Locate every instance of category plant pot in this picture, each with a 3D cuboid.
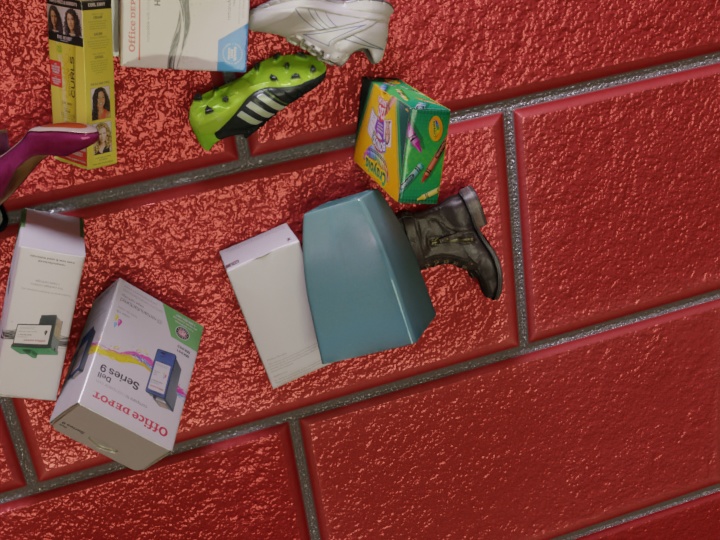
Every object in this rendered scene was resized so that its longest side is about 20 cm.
[{"bbox_3d":[0.000,0.000,1.327,0.139,0.141,0.204,-14,98,20],"label":"plant pot"}]

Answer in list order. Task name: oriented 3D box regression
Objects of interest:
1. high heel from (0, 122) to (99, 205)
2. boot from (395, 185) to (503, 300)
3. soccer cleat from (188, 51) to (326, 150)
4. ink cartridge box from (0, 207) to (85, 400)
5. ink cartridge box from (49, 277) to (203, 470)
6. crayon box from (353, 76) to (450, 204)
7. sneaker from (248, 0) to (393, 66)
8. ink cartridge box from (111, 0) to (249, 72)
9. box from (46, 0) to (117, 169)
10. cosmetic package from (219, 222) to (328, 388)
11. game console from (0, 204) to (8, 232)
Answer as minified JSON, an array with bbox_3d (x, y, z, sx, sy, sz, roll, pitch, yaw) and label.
[{"bbox_3d":[-0.389,-0.126,1.164,0.067,0.196,0.098,-26,113,-56],"label":"high heel"},{"bbox_3d":[0.111,-0.020,1.422,0.171,0.069,0.203,-22,112,-2],"label":"boot"},{"bbox_3d":[-0.134,-0.224,1.262,0.197,0.068,0.082,-27,149,-16],"label":"soccer cleat"},{"bbox_3d":[-0.412,0.043,1.228,0.083,0.146,0.204,10,109,-21],"label":"ink cartridge box"},{"bbox_3d":[-0.303,0.137,1.264,0.144,0.203,0.087,34,135,-26],"label":"ink cartridge box"},{"bbox_3d":[0.050,-0.175,1.257,0.057,0.200,0.121,0,111,-18],"label":"crayon box"},{"bbox_3d":[-0.050,-0.309,1.235,0.196,0.074,0.089,-1,100,-16],"label":"sneaker"},{"bbox_3d":[-0.239,-0.312,1.184,0.196,0.068,0.118,-1,111,-17],"label":"ink cartridge box"},{"bbox_3d":[-0.341,-0.233,1.175,0.050,0.074,0.204,-24,125,-49],"label":"box"},{"bbox_3d":[-0.115,0.051,1.363,0.111,0.081,0.203,-21,115,-9],"label":"cosmetic package"},{"bbox_3d":[-0.544,-0.098,1.150,0.116,0.173,0.204,-7,116,14],"label":"game console"}]
